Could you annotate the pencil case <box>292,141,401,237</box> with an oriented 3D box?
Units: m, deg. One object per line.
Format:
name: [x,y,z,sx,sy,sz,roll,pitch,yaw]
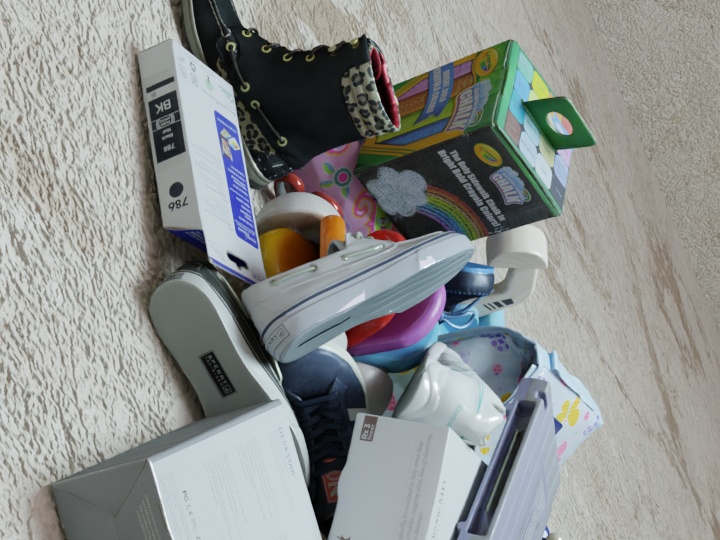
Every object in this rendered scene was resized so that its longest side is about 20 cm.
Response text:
pencil case: [-0.023,-0.092,1.321,0.200,0.087,0.087,61,24,-24]

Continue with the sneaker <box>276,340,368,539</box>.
sneaker: [-0.022,0.145,1.110,0.085,0.075,0.200,-97,172,-54]

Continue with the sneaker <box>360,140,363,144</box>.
sneaker: [-0.015,-0.161,1.429,0.074,0.082,0.200,24,28,-23]

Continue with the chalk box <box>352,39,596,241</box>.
chalk box: [0.117,-0.117,1.280,0.125,0.200,0.124,50,39,-33]

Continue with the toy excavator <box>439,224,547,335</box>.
toy excavator: [0.116,0.040,1.410,0.195,0.200,0.100,53,28,-44]

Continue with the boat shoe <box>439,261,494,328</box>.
boat shoe: [0.072,0.024,1.314,0.200,0.084,0.069,174,-75,-74]

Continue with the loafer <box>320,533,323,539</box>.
loafer: [-0.021,0.262,1.082,0.073,0.072,0.200,-20,92,-68]

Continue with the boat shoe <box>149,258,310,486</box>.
boat shoe: [-0.087,0.084,1.052,0.200,0.071,0.064,66,23,-13]

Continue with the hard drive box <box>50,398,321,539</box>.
hard drive box: [-0.102,0.185,0.931,0.200,0.077,0.156,-13,87,-69]

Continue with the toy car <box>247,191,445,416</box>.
toy car: [-0.004,0.027,1.192,0.200,0.150,0.175,48,32,-48]

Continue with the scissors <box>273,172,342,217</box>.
scissors: [-0.039,-0.023,1.316,0.014,0.073,0.200,-55,156,-25]

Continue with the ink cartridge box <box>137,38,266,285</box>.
ink cartridge box: [-0.125,-0.076,1.109,0.099,0.039,0.200,36,37,-59]

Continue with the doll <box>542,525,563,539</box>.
doll: [0.156,0.270,1.234,0.200,0.048,0.137,-99,-170,-50]

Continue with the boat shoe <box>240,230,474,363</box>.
boat shoe: [0.000,0.000,1.070,0.200,0.074,0.067,-23,68,-36]

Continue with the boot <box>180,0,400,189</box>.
boot: [-0.061,-0.187,1.204,0.073,0.154,0.204,-27,100,-69]

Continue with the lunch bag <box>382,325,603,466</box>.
lunch bag: [0.114,0.138,1.336,0.170,0.200,0.127,43,36,-54]

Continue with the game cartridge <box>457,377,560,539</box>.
game cartridge: [0.119,0.200,1.127,0.200,0.038,0.130,-61,153,-44]

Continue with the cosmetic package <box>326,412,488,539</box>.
cosmetic package: [0.049,0.194,1.099,0.200,0.081,0.113,48,52,-64]

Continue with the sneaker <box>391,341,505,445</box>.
sneaker: [0.073,0.109,1.141,0.080,0.071,0.200,28,6,2]
